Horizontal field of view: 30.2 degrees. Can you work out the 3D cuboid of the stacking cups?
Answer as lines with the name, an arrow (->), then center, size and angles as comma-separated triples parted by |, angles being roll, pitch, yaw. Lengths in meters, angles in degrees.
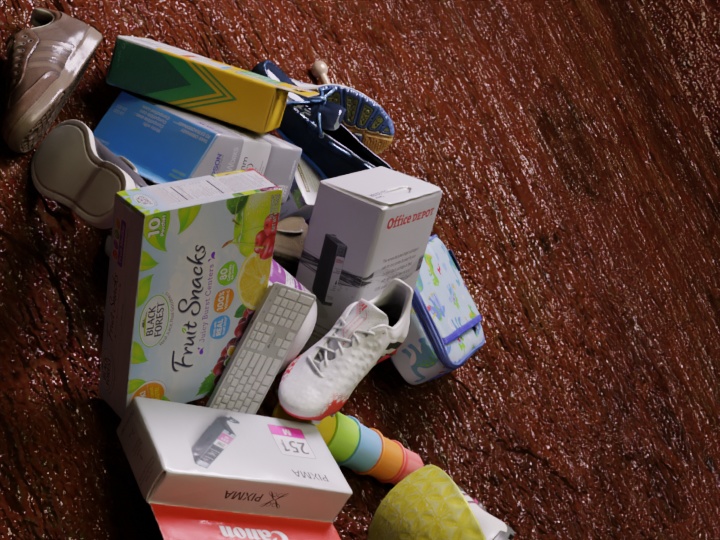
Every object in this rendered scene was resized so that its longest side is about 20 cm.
stacking cups -> -0.010, 0.183, 1.398 | 0.200, 0.060, 0.061 | 33, 38, -46

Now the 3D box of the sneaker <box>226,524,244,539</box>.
sneaker -> -0.115, 0.248, 1.183 | 0.200, 0.071, 0.084 | -31, 124, -64

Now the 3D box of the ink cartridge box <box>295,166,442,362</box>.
ink cartridge box -> 0.000, 0.000, 1.420 | 0.083, 0.201, 0.144 | 24, 20, 22

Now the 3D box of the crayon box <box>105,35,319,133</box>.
crayon box -> -0.148, -0.187, 1.372 | 0.198, 0.052, 0.126 | 17, 9, 1

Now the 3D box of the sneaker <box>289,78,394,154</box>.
sneaker -> -0.056, -0.192, 1.560 | 0.198, 0.076, 0.088 | 17, 13, -8

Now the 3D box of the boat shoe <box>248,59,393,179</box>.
boat shoe -> -0.039, -0.163, 1.483 | 0.200, 0.068, 0.084 | 44, 31, -22

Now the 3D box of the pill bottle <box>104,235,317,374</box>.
pill bottle -> -0.145, 0.011, 1.282 | 0.200, 0.112, 0.113 | 42, 34, -28

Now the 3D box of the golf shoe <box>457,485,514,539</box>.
golf shoe -> 0.098, 0.269, 1.406 | 0.088, 0.077, 0.200 | 43, -5, -9

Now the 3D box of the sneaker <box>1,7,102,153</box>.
sneaker -> -0.313, -0.183, 1.268 | 0.075, 0.071, 0.201 | 29, 35, -10

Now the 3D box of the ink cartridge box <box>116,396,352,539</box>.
ink cartridge box -> -0.092, 0.191, 1.136 | 0.199, 0.044, 0.174 | 14, 27, -38

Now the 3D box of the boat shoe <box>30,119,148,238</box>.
boat shoe -> -0.235, -0.078, 1.199 | 0.060, 0.074, 0.200 | 38, -4, -40

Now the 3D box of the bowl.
bowl -> 0.054, 0.302, 1.303 | 0.107, 0.200, 0.201 | -17, 74, -15

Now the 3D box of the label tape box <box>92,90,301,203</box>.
label tape box -> -0.176, -0.127, 1.333 | 0.143, 0.067, 0.199 | 26, 11, 33

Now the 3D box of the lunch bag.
lunch bag -> 0.077, 0.048, 1.589 | 0.162, 0.082, 0.200 | 66, 19, 3

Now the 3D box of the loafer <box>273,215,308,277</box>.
loafer -> -0.090, -0.021, 1.440 | 0.200, 0.076, 0.068 | 16, 49, -63

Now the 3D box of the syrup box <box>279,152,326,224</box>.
syrup box -> -0.046, -0.088, 1.553 | 0.199, 0.078, 0.082 | 0, 64, -57

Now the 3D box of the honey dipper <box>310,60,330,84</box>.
honey dipper -> -0.017, -0.186, 1.732 | 0.038, 0.038, 0.201 | 3, 58, -55

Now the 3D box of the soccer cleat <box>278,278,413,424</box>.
soccer cleat -> -0.012, 0.074, 1.286 | 0.068, 0.086, 0.200 | 33, 38, 18

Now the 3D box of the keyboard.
keyboard -> -0.104, 0.104, 1.207 | 0.056, 0.201, 0.011 | 22, 10, -41

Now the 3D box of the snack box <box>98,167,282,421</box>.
snack box -> -0.149, 0.020, 1.157 | 0.141, 0.201, 0.053 | -14, 36, -37
